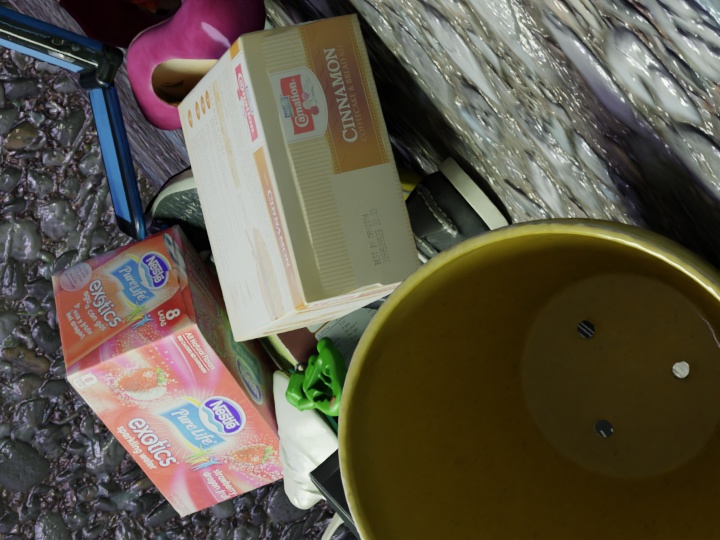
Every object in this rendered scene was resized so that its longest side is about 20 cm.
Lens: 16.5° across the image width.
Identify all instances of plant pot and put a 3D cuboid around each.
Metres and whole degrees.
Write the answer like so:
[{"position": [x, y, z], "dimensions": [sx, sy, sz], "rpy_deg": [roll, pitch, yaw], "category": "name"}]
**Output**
[{"position": [0.106, 0.063, 1.097], "dimensions": [0.200, 0.200, 0.142], "rpy_deg": [49, -158, 2], "category": "plant pot"}]

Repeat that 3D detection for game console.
[{"position": [-0.218, -0.105, 1.704], "dimensions": [0.170, 0.119, 0.200], "rpy_deg": [19, 179, -10], "category": "game console"}]

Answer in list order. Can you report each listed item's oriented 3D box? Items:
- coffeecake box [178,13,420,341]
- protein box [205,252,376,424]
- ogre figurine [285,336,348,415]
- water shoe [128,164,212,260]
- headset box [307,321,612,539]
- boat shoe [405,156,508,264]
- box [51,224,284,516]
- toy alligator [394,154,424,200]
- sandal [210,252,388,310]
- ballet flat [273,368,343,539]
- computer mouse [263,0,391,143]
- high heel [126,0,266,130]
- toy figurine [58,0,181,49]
[{"position": [-0.040, -0.049, 1.444], "dimensions": [0.200, 0.073, 0.154], "rpy_deg": [152, 104, -74], "category": "coffeecake box"}, {"position": [-0.003, 0.028, 1.810], "dimensions": [0.200, 0.135, 0.198], "rpy_deg": [51, 173, -16], "category": "protein box"}, {"position": [0.042, 0.079, 1.630], "dimensions": [0.119, 0.200, 0.099], "rpy_deg": [18, -127, -26], "category": "ogre figurine"}, {"position": [-0.106, -0.055, 1.727], "dimensions": [0.071, 0.079, 0.200], "rpy_deg": [35, 155, -16], "category": "water shoe"}, {"position": [0.092, 0.138, 1.484], "dimensions": [0.174, 0.200, 0.093], "rpy_deg": [52, 173, -36], "category": "headset box"}, {"position": [0.062, 0.002, 1.500], "dimensions": [0.072, 0.068, 0.200], "rpy_deg": [44, 174, 28], "category": "boat shoe"}, {"position": [-0.126, 0.073, 1.739], "dimensions": [0.200, 0.102, 0.095], "rpy_deg": [59, -168, -50], "category": "box"}, {"position": [0.010, -0.051, 1.625], "dimensions": [0.054, 0.060, 0.200], "rpy_deg": [5, -160, -30], "category": "toy alligator"}, {"position": [0.000, 0.000, 1.650], "dimensions": [0.199, 0.043, 0.076], "rpy_deg": [9, 172, 2], "category": "sandal"}, {"position": [-0.011, 0.161, 1.740], "dimensions": [0.200, 0.069, 0.069], "rpy_deg": [51, 174, -13], "category": "ballet flat"}, {"position": [-0.031, -0.117, 1.576], "dimensions": [0.200, 0.046, 0.141], "rpy_deg": [25, 136, 65], "category": "computer mouse"}, {"position": [-0.100, -0.125, 1.584], "dimensions": [0.200, 0.067, 0.096], "rpy_deg": [120, 136, -52], "category": "high heel"}, {"position": [-0.166, -0.216, 1.690], "dimensions": [0.199, 0.151, 0.184], "rpy_deg": [14, 168, 35], "category": "toy figurine"}]
